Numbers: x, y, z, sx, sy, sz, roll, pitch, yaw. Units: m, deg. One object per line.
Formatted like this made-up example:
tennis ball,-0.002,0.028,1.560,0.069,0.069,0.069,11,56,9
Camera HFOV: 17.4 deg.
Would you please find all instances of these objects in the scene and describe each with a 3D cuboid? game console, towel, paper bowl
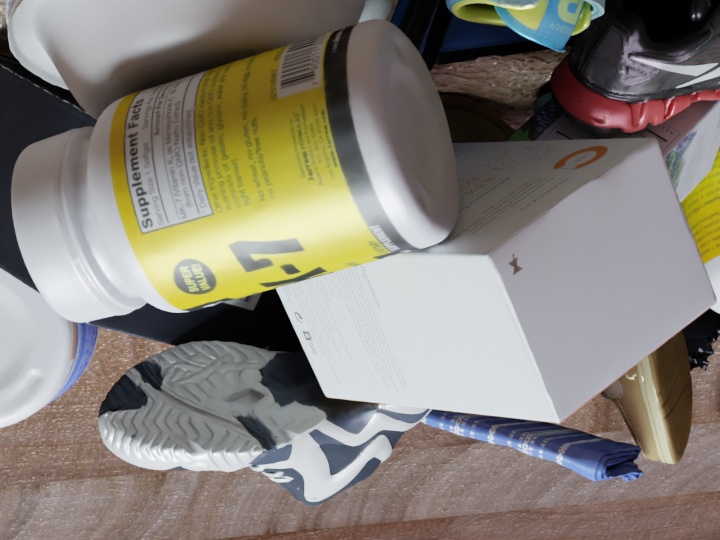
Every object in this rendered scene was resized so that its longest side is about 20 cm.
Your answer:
game console,0.075,-0.121,1.317,0.118,0.171,0.200,20,160,1
towel,0.071,0.098,1.464,0.200,0.024,0.145,14,-179,17
paper bowl,-0.082,-0.138,1.210,0.201,0.104,0.201,-6,161,-2

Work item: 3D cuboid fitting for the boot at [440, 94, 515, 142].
boot,0.005,-0.059,1.540,0.200,0.074,0.155,18,150,-29

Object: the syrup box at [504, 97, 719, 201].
syrup box,0.139,-0.058,1.387,0.200,0.081,0.079,-44,157,-40

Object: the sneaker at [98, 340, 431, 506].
sneaker,-0.056,0.096,1.340,0.199,0.080,0.130,-17,150,-23

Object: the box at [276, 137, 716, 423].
box,0.063,0.001,1.223,0.124,0.098,0.200,-34,-160,-30

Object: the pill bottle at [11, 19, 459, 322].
pill bottle,-0.062,-0.044,1.156,0.200,0.114,0.114,-15,160,19

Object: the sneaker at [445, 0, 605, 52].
sneaker,0.117,-0.179,1.125,0.200,0.131,0.080,-23,155,37

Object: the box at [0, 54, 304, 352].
box,-0.129,-0.033,1.362,0.182,0.104,0.200,30,-172,38

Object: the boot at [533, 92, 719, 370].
boot,0.183,-0.024,1.560,0.076,0.168,0.200,-15,160,18

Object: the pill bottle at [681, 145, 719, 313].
pill bottle,0.257,-0.039,1.493,0.104,0.200,0.104,-7,162,-2

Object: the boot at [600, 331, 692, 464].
boot,0.120,0.045,1.511,0.155,0.073,0.200,-11,120,26

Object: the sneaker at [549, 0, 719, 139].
sneaker,0.206,-0.142,1.358,0.200,0.071,0.098,-16,142,-25

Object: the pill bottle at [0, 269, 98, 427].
pill bottle,-0.223,0.036,1.467,0.112,0.112,0.200,-8,-179,1
